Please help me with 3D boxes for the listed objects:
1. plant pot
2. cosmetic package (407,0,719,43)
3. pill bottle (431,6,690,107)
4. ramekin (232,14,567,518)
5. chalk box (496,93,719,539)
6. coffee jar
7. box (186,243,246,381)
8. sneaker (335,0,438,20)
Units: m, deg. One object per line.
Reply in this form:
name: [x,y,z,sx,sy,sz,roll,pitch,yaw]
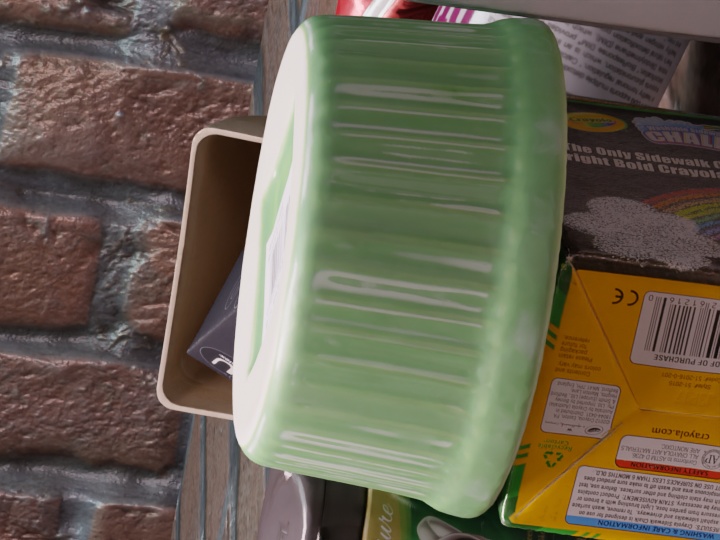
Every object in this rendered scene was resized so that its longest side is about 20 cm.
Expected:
plant pot: [-0.016,-0.010,1.915,0.177,0.199,0.200,-68,-12,-71]
cosmetic package: [0.100,-0.203,1.150,0.123,0.199,0.200,-119,37,-81]
pill bottle: [0.086,-0.096,1.285,0.200,0.113,0.113,-64,10,5]
ramekin: [0.010,-0.007,1.094,0.200,0.097,0.201,-172,90,-82]
chalk box: [0.116,0.010,1.133,0.200,0.124,0.124,-96,16,-63]
coffee jar: [0.054,0.130,1.186,0.085,0.199,0.105,-130,48,-79]
box: [0.000,0.000,1.457,0.122,0.106,0.200,-62,8,-21]
sneaker: [0.015,-0.189,1.370,0.116,0.078,0.200,48,126,20]
